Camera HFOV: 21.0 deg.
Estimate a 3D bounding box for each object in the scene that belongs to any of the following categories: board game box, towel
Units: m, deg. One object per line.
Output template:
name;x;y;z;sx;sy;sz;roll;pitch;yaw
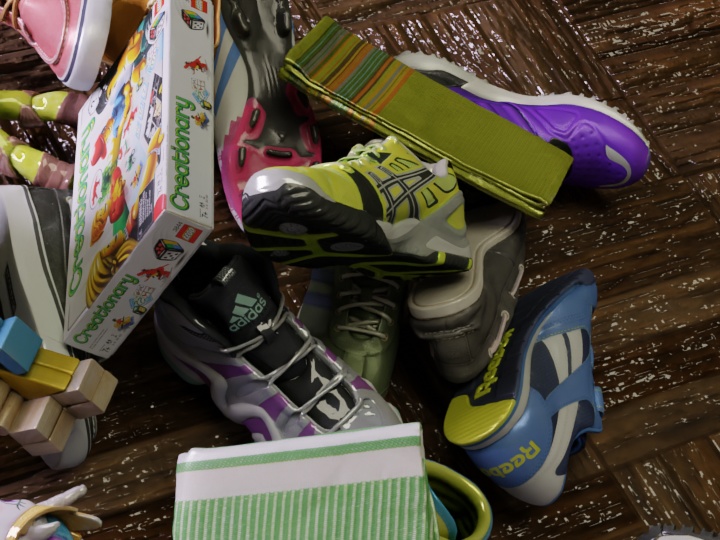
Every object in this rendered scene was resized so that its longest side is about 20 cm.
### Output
board game box;-0.131;-0.062;1.162;0.035;0.126;0.200;22;41;-25
towel;-0.025;0.189;1.049;0.152;0.023;0.200;-8;82;11
towel;0.046;-0.105;1.300;0.200;0.018;0.086;29;38;3

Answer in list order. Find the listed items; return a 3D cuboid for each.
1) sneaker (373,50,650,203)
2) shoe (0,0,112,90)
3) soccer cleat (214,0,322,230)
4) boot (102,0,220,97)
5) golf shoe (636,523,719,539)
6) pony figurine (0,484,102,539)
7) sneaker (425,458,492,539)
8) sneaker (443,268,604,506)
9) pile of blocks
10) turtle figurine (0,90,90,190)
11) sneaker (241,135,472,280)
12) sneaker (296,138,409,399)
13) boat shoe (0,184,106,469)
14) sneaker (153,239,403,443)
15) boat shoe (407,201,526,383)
sneaker;0.100;-0.080;1.364;0.200;0.070;0.100;16;47;6
shoe;-0.222;-0.179;1.285;0.091;0.072;0.200;12;22;-21
soccer cleat;-0.072;-0.111;1.339;0.070;0.086;0.200;0;77;-22
boot;-0.139;-0.183;1.318;0.071;0.144;0.201;-8;56;-24
golf shoe;0.230;0.235;1.153;0.200;0.078;0.094;40;52;16
pony figurine;-0.260;0.154;1.025;0.200;0.167;0.193;15;37;15
sneaker;-0.016;0.160;1.096;0.200;0.131;0.080;-14;59;-26
sneaker;0.116;0.073;1.248;0.082;0.074;0.200;49;39;-14
pile of blocks;-0.239;0.055;1.076;0.200;0.082;0.062;13;53;9
turtle figurine;-0.255;-0.110;1.274;0.161;0.064;0.200;16;50;-5
sneaker;-0.005;-0.042;1.154;0.200;0.075;0.076;14;70;-57
sneaker;0.000;0.000;1.252;0.067;0.090;0.200;12;50;-5
boat shoe;-0.180;0.028;1.186;0.064;0.071;0.200;-2;56;-24
sneaker;-0.056;0.045;1.145;0.200;0.140;0.078;31;65;25
boat shoe;0.072;0.011;1.279;0.067;0.057;0.200;-9;19;18
